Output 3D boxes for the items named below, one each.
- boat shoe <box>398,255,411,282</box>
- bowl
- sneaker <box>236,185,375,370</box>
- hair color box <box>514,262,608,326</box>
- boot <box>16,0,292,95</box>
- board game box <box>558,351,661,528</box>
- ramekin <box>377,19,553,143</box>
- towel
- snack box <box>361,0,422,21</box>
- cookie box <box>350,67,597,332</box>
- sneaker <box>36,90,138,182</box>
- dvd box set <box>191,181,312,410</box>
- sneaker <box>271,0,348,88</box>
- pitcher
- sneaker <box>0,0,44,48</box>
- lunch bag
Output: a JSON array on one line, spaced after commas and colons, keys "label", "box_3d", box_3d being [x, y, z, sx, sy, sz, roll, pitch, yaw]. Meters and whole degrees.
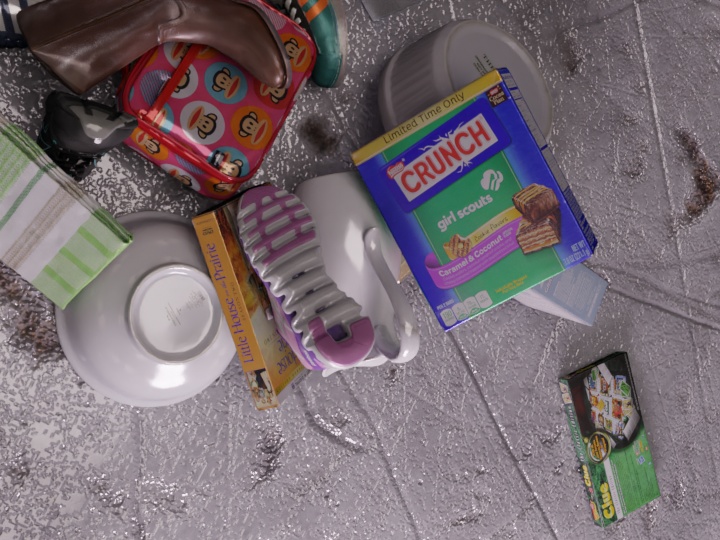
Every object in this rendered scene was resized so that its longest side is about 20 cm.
[{"label": "boat shoe", "box_3d": [0.092, -0.042, 1.167, 0.200, 0.072, 0.065, -45, 109, -24]}, {"label": "bowl", "box_3d": [-0.193, 0.041, 1.013, 0.199, 0.090, 0.204, -1, 93, -26]}, {"label": "sneaker", "box_3d": [-0.066, 0.015, 0.997, 0.080, 0.089, 0.202, -24, 78, -27]}, {"label": "hair color box", "box_3d": [0.188, -0.003, 1.161, 0.199, 0.098, 0.061, 27, 84, -47]}, {"label": "boot", "box_3d": [-0.186, -0.196, 0.919, 0.199, 0.064, 0.187, -34, 73, -31]}, {"label": "board game box", "box_3d": [0.321, 0.216, 1.316, 0.104, 0.023, 0.202, -19, 99, -27]}, {"label": "ramekin", "box_3d": [0.124, -0.181, 1.124, 0.201, 0.094, 0.205, 16, 60, -30]}, {"label": "towel", "box_3d": [-0.308, -0.065, 0.917, 0.200, 0.149, 0.031, 44, 45, -14]}, {"label": "snack box", "box_3d": [0.002, -0.370, 1.084, 0.037, 0.116, 0.201, -38, 108, -21]}, {"label": "cookie box", "box_3d": [0.113, -0.071, 1.013, 0.170, 0.075, 0.202, -28, 92, 18]}, {"label": "sneaker", "box_3d": [-0.250, -0.114, 0.921, 0.075, 0.200, 0.080, 17, 92, -22]}, {"label": "dvd box set", "box_3d": [-0.099, 0.022, 1.044, 0.146, 0.029, 0.202, -40, 115, -66]}, {"label": "sneaker", "box_3d": [-0.067, -0.289, 1.082, 0.079, 0.071, 0.203, -11, 92, -21]}, {"label": "pitcher", "box_3d": [0.000, 0.000, 1.046, 0.120, 0.171, 0.203, -9, 87, -30]}, {"label": "sneaker", "box_3d": [-0.327, -0.225, 0.951, 0.199, 0.075, 0.085, 29, 83, -18]}, {"label": "lunch bag", "box_3d": [-0.153, -0.190, 1.016, 0.175, 0.082, 0.201, 32, 64, -13]}]
